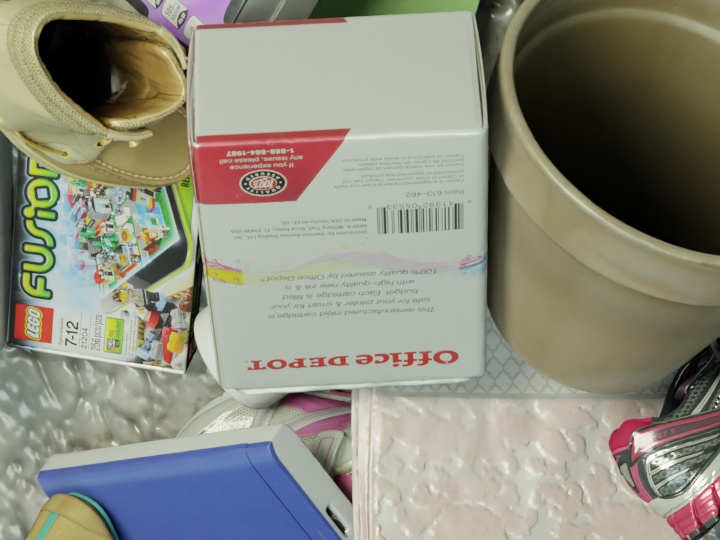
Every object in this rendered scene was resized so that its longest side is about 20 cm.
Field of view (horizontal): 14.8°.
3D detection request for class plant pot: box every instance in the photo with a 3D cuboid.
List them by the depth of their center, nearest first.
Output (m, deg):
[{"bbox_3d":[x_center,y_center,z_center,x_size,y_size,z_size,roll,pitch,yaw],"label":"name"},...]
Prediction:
[{"bbox_3d":[0.142,-0.032,1.435,0.199,0.201,0.174,22,139,-2],"label":"plant pot"}]

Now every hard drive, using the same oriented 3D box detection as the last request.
[{"bbox_3d":[-0.082,0.150,1.606,0.199,0.025,0.132,-11,126,44],"label":"hard drive"}]

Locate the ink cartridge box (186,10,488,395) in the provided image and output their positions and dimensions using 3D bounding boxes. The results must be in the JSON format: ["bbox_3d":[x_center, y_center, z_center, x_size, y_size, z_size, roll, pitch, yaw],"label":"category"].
[{"bbox_3d":[-0.009,-0.031,1.416,0.145,0.083,0.200,-3,141,-1],"label":"ink cartridge box"}]

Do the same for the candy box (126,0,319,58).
[{"bbox_3d":[-0.087,-0.227,1.424,0.200,0.071,0.168,43,117,23],"label":"candy box"}]

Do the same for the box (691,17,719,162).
[{"bbox_3d":[0.229,-0.097,1.500,0.082,0.049,0.201,-10,112,13],"label":"box"}]

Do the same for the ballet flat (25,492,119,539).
[{"bbox_3d":[-0.153,0.217,1.659,0.068,0.063,0.200,8,138,39],"label":"ballet flat"}]

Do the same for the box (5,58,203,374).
[{"bbox_3d":[-0.141,-0.044,1.583,0.109,0.035,0.201,8,115,4],"label":"box"}]

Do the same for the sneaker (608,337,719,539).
[{"bbox_3d":[0.220,0.054,1.508,0.075,0.200,0.081,43,157,6],"label":"sneaker"}]

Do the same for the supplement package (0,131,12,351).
[{"bbox_3d":[-0.264,-0.035,1.558,0.116,0.117,0.201,4,115,5],"label":"supplement package"}]

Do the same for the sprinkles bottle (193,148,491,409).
[{"bbox_3d":[0.000,0.000,1.564,0.200,0.068,0.068,-35,105,20],"label":"sprinkles bottle"}]

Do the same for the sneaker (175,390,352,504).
[{"bbox_3d":[-0.019,0.112,1.606,0.199,0.088,0.082,-7,113,11],"label":"sneaker"}]

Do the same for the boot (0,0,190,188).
[{"bbox_3d":[-0.129,-0.090,1.430,0.200,0.155,0.073,32,78,-38],"label":"boot"}]

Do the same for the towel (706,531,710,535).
[{"bbox_3d":[0.127,0.087,1.572,0.200,0.023,0.144,36,79,-11],"label":"towel"}]

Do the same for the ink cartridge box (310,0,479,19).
[{"bbox_3d":[0.002,-0.176,1.480,0.145,0.048,0.201,17,102,-1],"label":"ink cartridge box"}]

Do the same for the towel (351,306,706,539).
[{"bbox_3d":[0.093,0.105,1.517,0.199,0.032,0.192,2,76,-14],"label":"towel"}]
